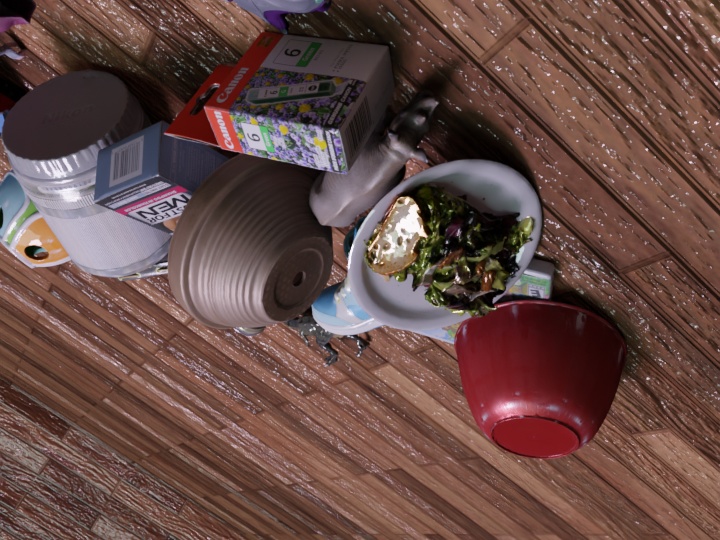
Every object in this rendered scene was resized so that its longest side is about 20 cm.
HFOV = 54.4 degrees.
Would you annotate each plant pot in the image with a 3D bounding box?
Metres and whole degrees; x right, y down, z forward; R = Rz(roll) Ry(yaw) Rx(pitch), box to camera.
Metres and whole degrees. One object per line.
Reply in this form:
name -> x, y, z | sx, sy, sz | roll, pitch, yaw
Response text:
plant pot -> -0.091, -0.015, 0.726 | 0.092, 0.200, 0.203 | 33, 154, 31

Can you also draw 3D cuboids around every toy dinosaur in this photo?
toy dinosaur -> -0.037, 0.091, 1.000 | 0.196, 0.048, 0.089 | -6, 128, 38

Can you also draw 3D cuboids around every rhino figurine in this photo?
rhino figurine -> 0.015, -0.102, 0.643 | 0.059, 0.089, 0.199 | 36, 145, -16

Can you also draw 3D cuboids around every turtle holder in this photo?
turtle holder -> -0.443, -0.090, 0.962 | 0.184, 0.132, 0.141 | 40, 168, 12

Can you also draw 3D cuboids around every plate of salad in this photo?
plate of salad -> 0.084, -0.011, 0.658 | 0.194, 0.049, 0.204 | -11, 131, -12

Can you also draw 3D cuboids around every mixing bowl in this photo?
mixing bowl -> 0.195, 0.136, 0.775 | 0.194, 0.111, 0.203 | 8, 143, 6

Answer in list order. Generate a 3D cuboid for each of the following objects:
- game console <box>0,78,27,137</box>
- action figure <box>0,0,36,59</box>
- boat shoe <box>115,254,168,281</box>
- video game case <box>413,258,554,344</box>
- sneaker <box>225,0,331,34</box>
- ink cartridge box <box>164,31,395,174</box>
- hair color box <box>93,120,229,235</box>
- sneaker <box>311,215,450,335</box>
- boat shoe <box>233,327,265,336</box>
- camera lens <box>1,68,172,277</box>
game console -> -0.538, -0.214, 0.901 | 0.196, 0.120, 0.173 | 28, 148, 2
action figure -> -0.431, -0.253, 0.740 | 0.197, 0.152, 0.134 | -16, 132, 41
boat shoe -> -0.237, -0.019, 0.929 | 0.195, 0.072, 0.062 | -1, 109, 8
video game case -> 0.121, 0.033, 0.811 | 0.195, 0.022, 0.184 | 15, 146, 22
sneaker -> -0.035, -0.244, 0.521 | 0.086, 0.076, 0.198 | 27, 161, -31
ink cartridge box -> -0.079, -0.157, 0.620 | 0.195, 0.110, 0.051 | 15, 147, 22
hair color box -> -0.175, -0.079, 0.758 | 0.097, 0.062, 0.199 | -13, 158, 29
sneaker -> 0.000, 0.000, 0.773 | 0.196, 0.081, 0.131 | -13, 132, 36
boat shoe -> -0.199, 0.003, 0.996 | 0.199, 0.075, 0.073 | 40, 122, -9
camera lens -> -0.303, -0.105, 0.824 | 0.156, 0.162, 0.202 | 16, 147, 20
